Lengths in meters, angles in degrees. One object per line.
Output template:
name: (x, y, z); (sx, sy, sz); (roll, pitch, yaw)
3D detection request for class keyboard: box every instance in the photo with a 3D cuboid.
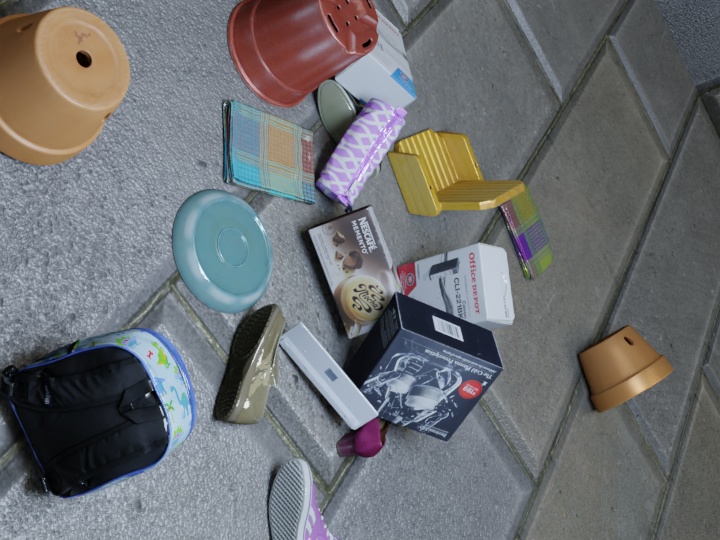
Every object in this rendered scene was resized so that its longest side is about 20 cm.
keyboard: (-0.053, 0.173, 1.572); (0.200, 0.056, 0.011); (51, 21, -8)

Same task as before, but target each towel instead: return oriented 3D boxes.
towel: (0.379, -0.091, 2.208); (0.144, 0.023, 0.201); (-36, 106, -49)
towel: (-0.150, -0.197, 1.639); (0.200, 0.022, 0.147); (12, 69, -46)

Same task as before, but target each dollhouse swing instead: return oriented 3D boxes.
dollhouse swing: (0.198, -0.206, 1.922); (0.200, 0.175, 0.183); (-28, 99, -48)

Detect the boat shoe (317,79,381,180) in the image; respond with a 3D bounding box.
boat shoe: (-0.012, -0.266, 1.781); (0.200, 0.074, 0.066); (59, 39, -16)

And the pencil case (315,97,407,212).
pencil case: (0.000, -0.205, 1.704); (0.084, 0.085, 0.201); (32, 86, -24)

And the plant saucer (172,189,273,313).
plant saucer: (-0.206, -0.034, 1.518); (0.200, 0.027, 0.201); (19, 64, -45)

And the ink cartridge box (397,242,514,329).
ink cartridge box: (0.173, 0.044, 1.791); (0.084, 0.199, 0.145); (10, 70, -47)

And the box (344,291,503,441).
box: (0.103, 0.164, 1.620); (0.199, 0.182, 0.104); (22, 30, -19)

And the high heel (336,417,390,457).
high heel: (0.046, 0.252, 1.657); (0.068, 0.096, 0.200); (58, 43, -18)

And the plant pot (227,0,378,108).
plant pot: (-0.087, -0.404, 1.645); (0.200, 0.195, 0.202); (19, 63, -44)

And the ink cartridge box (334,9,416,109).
ink cartridge box: (0.017, -0.399, 1.802); (0.145, 0.084, 0.201); (34, 34, -37)

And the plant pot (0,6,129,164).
plant pot: (-0.399, -0.253, 1.271); (0.200, 0.140, 0.201); (17, 66, -44)

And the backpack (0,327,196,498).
backpack: (-0.305, 0.165, 1.206); (0.184, 0.199, 0.147); (69, 21, -4)

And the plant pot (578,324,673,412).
plant pot: (0.599, 0.220, 2.244); (0.200, 0.200, 0.140); (-22, 78, -50)

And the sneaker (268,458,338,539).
sneaker: (-0.081, 0.390, 1.496); (0.114, 0.072, 0.202); (9, 82, -51)

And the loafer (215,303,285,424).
loafer: (-0.160, 0.146, 1.480); (0.067, 0.076, 0.201); (38, 61, -35)

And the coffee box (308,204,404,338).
coffee box: (0.000, 0.000, 1.660); (0.080, 0.113, 0.201); (-53, 124, -81)
